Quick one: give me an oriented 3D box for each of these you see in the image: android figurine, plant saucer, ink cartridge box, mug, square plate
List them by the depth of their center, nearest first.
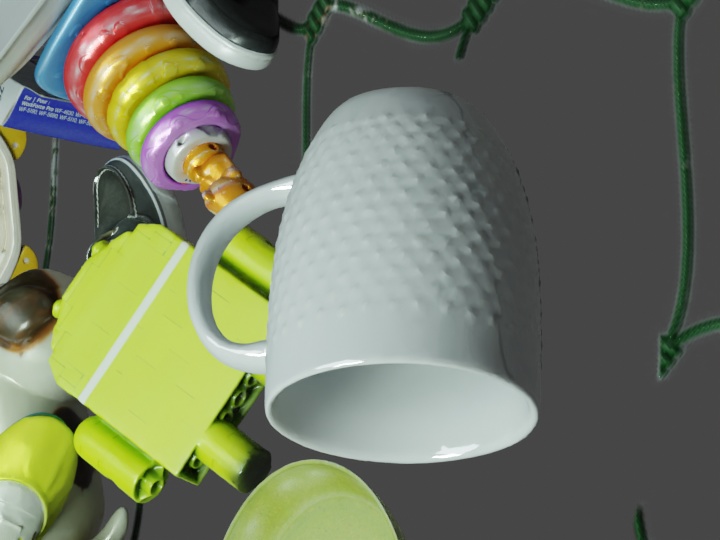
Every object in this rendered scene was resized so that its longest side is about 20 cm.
[{"bbox_3d":[0.000,0.000,1.289,0.199,0.148,0.176,-6,64,16],"label":"mug"},{"bbox_3d":[-0.023,0.209,1.351,0.200,0.031,0.201,-15,70,51],"label":"plant saucer"},{"bbox_3d":[-0.116,0.051,1.486,0.200,0.041,0.182,32,89,32],"label":"android figurine"},{"bbox_3d":[-0.227,-0.194,1.615,0.200,0.028,0.198,-52,24,-13],"label":"square plate"},{"bbox_3d":[-0.234,-0.128,1.690,0.200,0.099,0.039,31,107,52],"label":"ink cartridge box"}]

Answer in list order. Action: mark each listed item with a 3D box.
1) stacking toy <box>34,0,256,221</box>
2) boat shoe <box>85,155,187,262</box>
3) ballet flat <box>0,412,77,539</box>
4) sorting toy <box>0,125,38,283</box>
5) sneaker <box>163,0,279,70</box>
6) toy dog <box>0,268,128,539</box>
[{"bbox_3d":[-0.116,-0.096,1.528,0.110,0.116,0.200,-56,50,26],"label":"stacking toy"},{"bbox_3d":[-0.152,0.001,1.587,0.069,0.056,0.200,-48,48,36],"label":"boat shoe"},{"bbox_3d":[-0.245,0.180,1.525,0.200,0.067,0.067,-50,22,24],"label":"ballet flat"},{"bbox_3d":[-0.318,-0.061,1.792,0.180,0.106,0.201,-152,57,-68],"label":"sorting toy"},{"bbox_3d":[-0.084,-0.232,1.536,0.112,0.073,0.200,-55,42,32],"label":"sneaker"},{"bbox_3d":[-0.233,0.098,1.610,0.194,0.139,0.201,13,93,45],"label":"toy dog"}]
